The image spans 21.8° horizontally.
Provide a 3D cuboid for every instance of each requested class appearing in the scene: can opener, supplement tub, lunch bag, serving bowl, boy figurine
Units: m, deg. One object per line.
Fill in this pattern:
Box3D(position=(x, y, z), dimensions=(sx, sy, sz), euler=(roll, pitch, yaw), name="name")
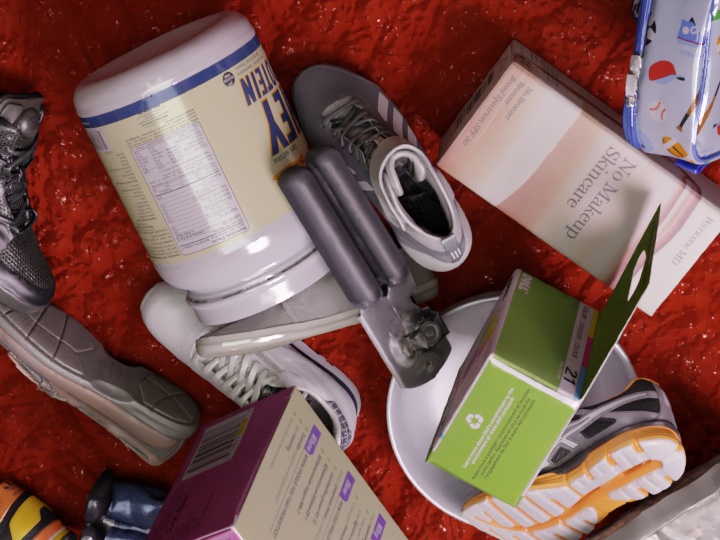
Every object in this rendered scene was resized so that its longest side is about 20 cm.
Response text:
Box3D(position=(0.000, 0.000, 1.371), dimensions=(0.053, 0.067, 0.200), euler=(-39, 111, -20), name="can opener")
Box3D(position=(-0.110, -0.076, 1.392), dimensions=(0.145, 0.145, 0.200), euler=(-22, 106, 12), name="supplement tub")
Box3D(position=(0.265, 0.217, 1.437), dimensions=(0.164, 0.118, 0.200), euler=(-34, 136, 15), name="lunch bag")
Box3D(position=(0.122, 0.103, 1.473), dimensions=(0.199, 0.066, 0.201), euler=(2, 109, 6), name="serving bowl")
Box3D(position=(-0.130, 0.231, 1.544), dimensions=(0.200, 0.064, 0.125), euler=(17, 106, 2), name="boy figurine")
Box3D(position=(0.255, -0.155, 1.305), dimensions=(0.075, 0.200, 0.161), euler=(21, 116, 34), name="lunch bag")

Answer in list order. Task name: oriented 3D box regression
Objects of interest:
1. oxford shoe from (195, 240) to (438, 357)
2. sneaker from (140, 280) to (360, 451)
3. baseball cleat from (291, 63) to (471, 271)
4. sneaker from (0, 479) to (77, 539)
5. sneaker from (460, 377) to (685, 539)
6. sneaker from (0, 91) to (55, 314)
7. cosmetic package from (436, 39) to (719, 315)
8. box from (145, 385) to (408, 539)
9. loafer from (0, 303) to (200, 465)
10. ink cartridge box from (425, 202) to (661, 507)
Box3D(position=(-0.036, 0.023, 1.435), dimensions=(0.200, 0.075, 0.058), euler=(-18, 92, -18), name="oxford shoe")
Box3D(position=(-0.087, 0.075, 1.477), dimensions=(0.200, 0.081, 0.076), euler=(32, 111, -4), name="sneaker")
Box3D(position=(0.016, -0.091, 1.363), dimensions=(0.070, 0.106, 0.200), euler=(-39, 71, -7), name="baseball cleat")
Box3D(position=(-0.330, 0.259, 1.577), dimensions=(0.200, 0.070, 0.090), euler=(-44, 85, 17), name="sneaker")
Box3D(position=(0.161, 0.148, 1.415), dimensions=(0.200, 0.077, 0.078), euler=(-28, 130, 32), name="sneaker")
Box3D(position=(-0.277, -0.065, 1.449), dimensions=(0.114, 0.076, 0.200), euler=(-26, 99, 20), name="sneaker")
Box3D(position=(0.165, -0.070, 1.398), dimensions=(0.200, 0.087, 0.103), euler=(33, 108, -6), name="cosmetic package")
Box3D(position=(-0.054, 0.224, 1.401), dimensions=(0.097, 0.176, 0.200), euler=(-25, 112, 26), name="box")
Box3D(position=(-0.226, 0.091, 1.504), dimensions=(0.200, 0.072, 0.063), euler=(33, 116, -9), name="loafer")
Box3D(position=(0.133, 0.043, 1.324), dimensions=(0.076, 0.148, 0.200), euler=(27, 117, 0), name="ink cartridge box")
